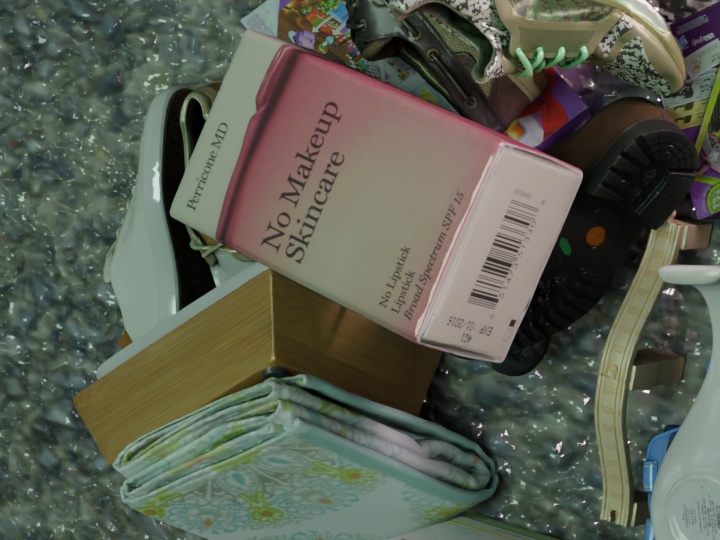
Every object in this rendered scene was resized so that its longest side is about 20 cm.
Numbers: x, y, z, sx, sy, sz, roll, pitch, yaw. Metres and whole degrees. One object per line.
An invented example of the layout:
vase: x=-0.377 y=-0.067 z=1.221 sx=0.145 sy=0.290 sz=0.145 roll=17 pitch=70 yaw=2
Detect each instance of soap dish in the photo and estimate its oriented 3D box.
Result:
soap dish: x=-0.068 y=0.083 z=1.632 sx=0.200 sy=0.157 sz=0.081 roll=-32 pitch=48 yaw=34

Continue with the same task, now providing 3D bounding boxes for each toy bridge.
toy bridge: x=0.172 y=0.060 z=1.505 sx=0.027 sy=0.067 sz=0.200 roll=17 pitch=104 yaw=35

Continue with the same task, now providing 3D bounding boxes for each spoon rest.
spoon rest: x=0.209 y=0.092 z=1.418 sx=0.099 sy=0.061 sz=0.200 roll=2 pitch=101 yaw=35

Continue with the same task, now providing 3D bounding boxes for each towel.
towel: x=-0.036 y=0.134 z=1.596 sx=0.171 sy=0.200 sz=0.048 roll=-27 pitch=51 yaw=37

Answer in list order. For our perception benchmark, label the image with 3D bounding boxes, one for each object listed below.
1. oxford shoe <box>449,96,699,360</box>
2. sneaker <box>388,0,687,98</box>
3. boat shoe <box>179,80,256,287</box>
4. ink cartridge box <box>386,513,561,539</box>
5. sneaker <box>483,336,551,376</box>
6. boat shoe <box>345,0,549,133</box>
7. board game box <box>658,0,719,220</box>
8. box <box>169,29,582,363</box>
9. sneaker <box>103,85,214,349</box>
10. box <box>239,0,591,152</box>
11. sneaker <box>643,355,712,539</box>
oxford shoe: x=0.121 y=-0.025 z=1.511 sx=0.200 sy=0.073 sz=0.084 roll=-44 pitch=34 yaw=13
sneaker: x=0.098 y=-0.140 z=1.457 sx=0.089 sy=0.200 sz=0.077 roll=-66 pitch=11 yaw=-16
boat shoe: x=-0.088 y=-0.031 z=1.695 sx=0.075 sy=0.068 sz=0.200 roll=-13 pitch=85 yaw=37
ink cartridge box: x=0.068 y=0.206 z=1.511 sx=0.145 sy=0.200 sz=0.048 roll=14 pitch=104 yaw=36
sneaker: x=0.052 y=-0.003 z=1.606 sx=0.200 sy=0.074 sz=0.088 roll=58 pitch=147 yaw=21
boat shoe: x=0.022 y=-0.157 z=1.515 sx=0.200 sy=0.073 sz=0.065 roll=38 pitch=84 yaw=10
board game box: x=0.267 y=-0.118 z=1.445 sx=0.200 sy=0.032 sz=0.120 roll=-23 pitch=76 yaw=37
box: x=0.008 y=-0.045 z=1.461 sx=0.200 sy=0.109 sz=0.128 roll=26 pitch=96 yaw=32
sneaker: x=-0.150 y=-0.031 z=1.739 sx=0.085 sy=0.073 sz=0.200 roll=6 pitch=98 yaw=34
box: x=0.035 y=-0.125 z=1.572 sx=0.137 sy=0.039 sz=0.200 roll=-37 pitch=67 yaw=-2
sneaker: x=0.207 y=0.141 z=1.484 sx=0.082 sy=0.074 sz=0.200 roll=35 pitch=105 yaw=29
